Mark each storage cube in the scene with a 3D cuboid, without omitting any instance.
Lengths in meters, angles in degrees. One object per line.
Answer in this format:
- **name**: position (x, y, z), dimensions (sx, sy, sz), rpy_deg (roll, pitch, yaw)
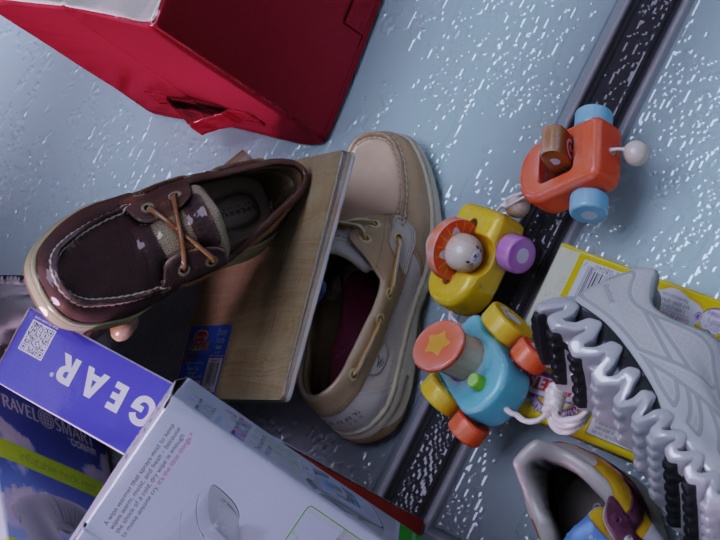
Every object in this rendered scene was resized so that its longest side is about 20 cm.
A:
- **storage cube**: position (-0.104, -0.203, 1.761), dimensions (0.171, 0.180, 0.201), rpy_deg (13, 77, 41)

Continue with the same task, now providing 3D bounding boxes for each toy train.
- **toy train**: position (0.087, -0.001, 1.566), dimensions (0.150, 0.056, 0.201), rpy_deg (-18, 54, 43)

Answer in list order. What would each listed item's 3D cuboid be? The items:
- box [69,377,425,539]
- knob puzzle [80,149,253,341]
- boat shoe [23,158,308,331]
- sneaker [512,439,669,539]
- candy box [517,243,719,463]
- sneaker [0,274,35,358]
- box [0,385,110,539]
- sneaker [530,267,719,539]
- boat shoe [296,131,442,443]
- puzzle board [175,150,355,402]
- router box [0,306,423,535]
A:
- **box**: position (-0.078, 0.188, 1.408), dimensions (0.176, 0.097, 0.200), rpy_deg (34, 94, 0)
- **knob puzzle**: position (-0.130, 0.007, 1.712), dimensions (0.030, 0.220, 0.220), rpy_deg (42, 100, 0)
- **boat shoe**: position (-0.106, -0.023, 1.575), dimensions (0.072, 0.200, 0.072), rpy_deg (-33, 80, 44)
- **sneaker**: position (0.143, 0.172, 1.449), dimensions (0.075, 0.090, 0.200), rpy_deg (-47, 48, 11)
- **candy box**: position (0.168, 0.059, 1.526), dimensions (0.200, 0.026, 0.103), rpy_deg (22, 87, 43)
- **sneaker**: position (-0.251, 0.058, 1.836), dimensions (0.199, 0.076, 0.091), rpy_deg (-18, 68, 39)
- **box**: position (-0.201, 0.155, 1.705), dimensions (0.048, 0.122, 0.201), rpy_deg (-31, 54, 23)
- **sneaker**: position (0.174, 0.076, 1.451), dimensions (0.081, 0.075, 0.200), rpy_deg (-28, 60, -15)
- **boat shoe**: position (0.000, 0.000, 1.656), dimensions (0.073, 0.069, 0.201), rpy_deg (-12, 62, 34)
- **puzzle board**: position (-0.059, 0.008, 1.676), dimensions (0.200, 0.017, 0.151), rpy_deg (-7, 68, 68)
- **router box**: position (-0.086, 0.105, 1.582), dimensions (0.200, 0.179, 0.049), rpy_deg (26, 85, 32)
